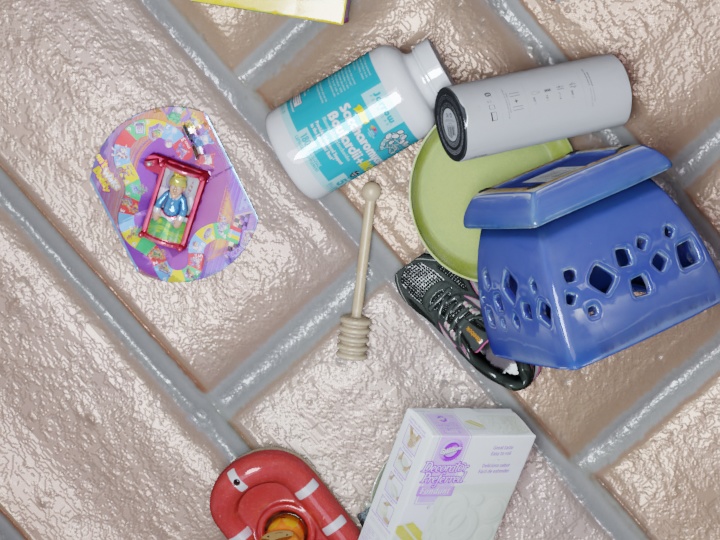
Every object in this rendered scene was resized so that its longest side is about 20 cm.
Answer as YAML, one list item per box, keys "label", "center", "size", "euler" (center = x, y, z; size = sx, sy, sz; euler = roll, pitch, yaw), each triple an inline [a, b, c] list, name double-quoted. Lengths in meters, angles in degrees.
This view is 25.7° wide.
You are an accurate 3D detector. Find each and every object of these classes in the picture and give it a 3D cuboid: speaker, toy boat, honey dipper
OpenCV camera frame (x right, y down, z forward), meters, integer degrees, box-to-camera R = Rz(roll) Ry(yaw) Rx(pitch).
- label: "speaker"
  center: [0.184, -0.173, 1.664]
  size: [0.199, 0.081, 0.082]
  euler: [-14, 100, -19]
- label: "toy boat"
  center: [-0.087, 0.301, 1.792]
  size: [0.130, 0.131, 0.200]
  euler: [-37, 95, 10]
- label: "honey dipper"
  center: [0.000, 0.000, 1.776]
  size: [0.038, 0.038, 0.202]
  euler: [6, 99, 4]

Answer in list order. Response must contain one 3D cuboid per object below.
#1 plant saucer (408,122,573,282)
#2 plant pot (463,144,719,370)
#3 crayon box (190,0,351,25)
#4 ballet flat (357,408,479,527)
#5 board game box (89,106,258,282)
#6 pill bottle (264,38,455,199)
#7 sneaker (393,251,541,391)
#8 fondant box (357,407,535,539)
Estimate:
- label: "plant saucer"
  center: [0.143, -0.088, 1.721]
  size: [0.198, 0.031, 0.202]
  euler: [-2, 96, -16]
- label: "plant pot"
  center: [0.229, -0.021, 1.635]
  size: [0.199, 0.200, 0.181]
  euler: [-22, 99, -19]
- label: "crayon box"
  center: [-0.085, -0.378, 1.702]
  size: [0.171, 0.058, 0.202]
  euler: [9, 102, 3]
- label: "ballet flat"
  center: [0.061, 0.225, 1.801]
  size: [0.074, 0.074, 0.201]
  euler: [35, 98, -2]
- label: "board game box"
  center: [-0.215, -0.081, 1.778]
  size: [0.157, 0.039, 0.201]
  euler: [-25, 97, 9]
- label: "pill bottle"
  center: [0.005, -0.170, 1.705]
  size: [0.199, 0.111, 0.111]
  euler: [-30, 96, 10]
- label: "sneaker"
  center: [0.124, 0.057, 1.748]
  size: [0.200, 0.086, 0.081]
  euler: [38, 100, -2]
- label: "fondant box"
  center: [0.092, 0.250, 1.749]
  size: [0.143, 0.058, 0.201]
  euler: [3, 117, -33]
